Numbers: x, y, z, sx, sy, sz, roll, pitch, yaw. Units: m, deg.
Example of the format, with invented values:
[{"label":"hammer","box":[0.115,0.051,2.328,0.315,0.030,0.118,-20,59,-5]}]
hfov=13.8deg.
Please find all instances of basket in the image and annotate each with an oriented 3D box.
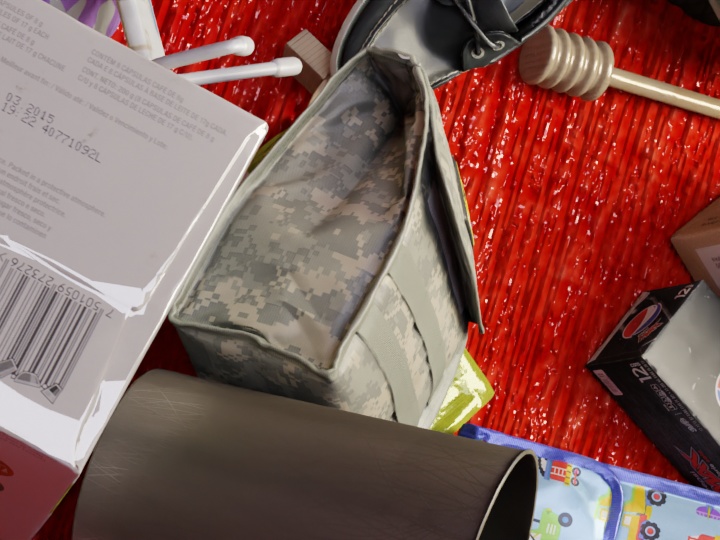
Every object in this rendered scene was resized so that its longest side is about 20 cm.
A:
[{"label":"basket","box":[-0.030,0.132,1.469,0.200,0.180,0.136,20,42,14]}]

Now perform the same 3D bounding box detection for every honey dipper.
[{"label":"honey dipper","box":[0.188,-0.108,1.795,0.200,0.038,0.038,13,77,-28]}]

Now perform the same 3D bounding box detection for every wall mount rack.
[{"label":"wall mount rack","box":[-0.088,-0.159,1.548,0.075,0.174,0.200,-14,89,4]}]

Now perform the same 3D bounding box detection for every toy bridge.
[{"label":"toy bridge","box":[-0.080,-0.054,1.630,0.067,0.027,0.200,44,62,15]}]

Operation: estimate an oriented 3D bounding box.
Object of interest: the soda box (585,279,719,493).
[{"label":"soda box","box":[0.230,0.101,1.774,0.200,0.063,0.071,48,64,-15]}]

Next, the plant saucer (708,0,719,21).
[{"label":"plant saucer","box":[0.239,-0.198,1.794,0.200,0.027,0.200,37,44,-46]}]

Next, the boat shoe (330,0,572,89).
[{"label":"boat shoe","box":[0.072,-0.155,1.670,0.199,0.066,0.075,-32,111,-23]}]

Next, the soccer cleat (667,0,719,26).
[{"label":"soccer cleat","box":[0.142,-0.200,1.773,0.200,0.068,0.081,38,91,-24]}]

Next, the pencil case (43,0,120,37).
[{"label":"pencil case","box":[-0.214,-0.170,1.554,0.200,0.084,0.086,5,104,-29]}]

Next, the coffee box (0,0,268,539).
[{"label":"coffee box","box":[-0.194,-0.008,1.458,0.200,0.198,0.200,29,69,-5]}]

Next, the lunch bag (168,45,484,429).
[{"label":"lunch bag","box":[0.000,0.000,1.574,0.118,0.164,0.200,18,63,20]}]

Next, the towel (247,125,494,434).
[{"label":"towel","box":[-0.004,0.015,1.684,0.086,0.018,0.200,-41,103,-26]}]

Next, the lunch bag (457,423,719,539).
[{"label":"lunch bag","box":[0.114,0.182,1.697,0.200,0.094,0.151,17,79,-14]}]

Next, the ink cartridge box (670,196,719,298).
[{"label":"ink cartridge box","box":[0.298,0.018,1.745,0.075,0.200,0.165,-37,100,-27]}]
